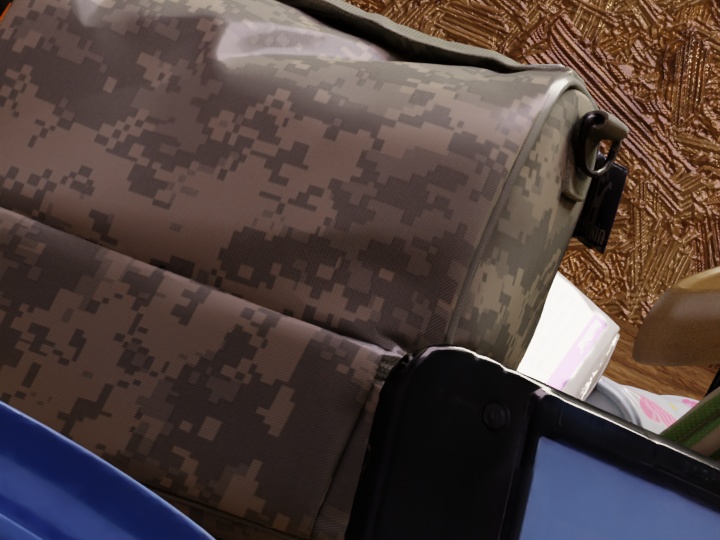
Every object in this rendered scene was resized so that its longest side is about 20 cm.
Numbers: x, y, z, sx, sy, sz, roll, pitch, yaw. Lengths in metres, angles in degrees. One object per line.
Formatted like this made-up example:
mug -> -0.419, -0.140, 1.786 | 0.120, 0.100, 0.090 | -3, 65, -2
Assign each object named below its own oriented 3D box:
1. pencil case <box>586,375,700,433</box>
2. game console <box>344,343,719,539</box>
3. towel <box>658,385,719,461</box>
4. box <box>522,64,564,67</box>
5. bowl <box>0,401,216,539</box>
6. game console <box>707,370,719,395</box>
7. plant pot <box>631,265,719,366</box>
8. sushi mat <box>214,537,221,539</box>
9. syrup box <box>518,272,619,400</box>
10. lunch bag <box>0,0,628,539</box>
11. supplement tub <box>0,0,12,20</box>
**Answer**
pencil case -> 0.119, 0.093, 1.234 | 0.090, 0.084, 0.200 | 10, -2, 25
game console -> 0.097, 0.122, 0.655 | 0.199, 0.177, 0.116 | 25, -23, -26
towel -> 0.169, 0.104, 1.068 | 0.200, 0.152, 0.023 | 21, 38, -42
box -> -0.002, -0.066, 1.260 | 0.199, 0.040, 0.137 | -1, -5, 4
bowl -> -0.115, 0.056, 0.612 | 0.200, 0.040, 0.201 | 27, 5, -3
game console -> 0.242, 0.103, 1.142 | 0.200, 0.176, 0.116 | 23, 6, -41
plant pot -> 0.202, 0.004, 1.035 | 0.199, 0.028, 0.200 | -11, 4, 1
sushi mat -> 0.004, 0.110, 0.839 | 0.096, 0.012, 0.200 | 29, 4, 41
syrup box -> 0.000, 0.000, 1.066 | 0.200, 0.079, 0.081 | 43, 38, 0
lunch bag -> -0.035, -0.008, 0.820 | 0.199, 0.168, 0.139 | 20, -1, 15
supplement tub -> -0.213, -0.153, 1.330 | 0.122, 0.201, 0.123 | 26, 5, -3
